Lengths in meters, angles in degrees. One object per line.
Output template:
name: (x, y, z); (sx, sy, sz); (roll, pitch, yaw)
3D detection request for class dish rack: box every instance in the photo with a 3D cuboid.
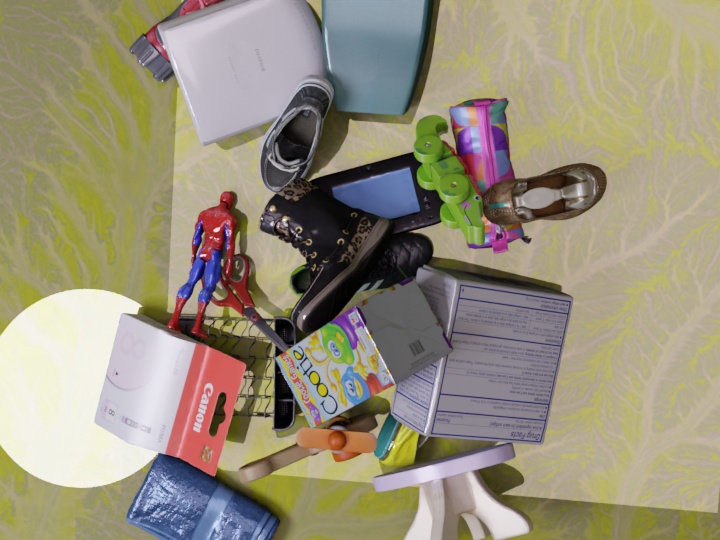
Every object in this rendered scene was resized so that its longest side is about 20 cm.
dish rack: (-0.181, 0.135, 1.491); (0.198, 0.055, 0.155); (2, 93, 6)

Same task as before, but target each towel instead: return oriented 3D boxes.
towel: (-0.219, 0.341, 1.513); (0.199, 0.049, 0.112); (29, 96, 3)

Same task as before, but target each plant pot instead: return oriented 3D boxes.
plant pot: (0.022, -0.305, 1.403); (0.140, 0.141, 0.202); (5, 103, 5)

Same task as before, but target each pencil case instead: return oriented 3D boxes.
pencil case: (0.166, -0.124, 1.424); (0.088, 0.088, 0.202); (-9, 92, 6)

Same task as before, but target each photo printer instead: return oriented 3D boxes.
photo printer: (-0.143, -0.272, 1.425); (0.198, 0.069, 0.168); (-20, 108, -7)

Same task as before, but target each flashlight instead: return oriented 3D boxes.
flashlight: (-0.218, -0.342, 1.454); (0.200, 0.068, 0.068); (-43, 86, 8)

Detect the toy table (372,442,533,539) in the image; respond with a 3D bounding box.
toy table: (0.121, 0.303, 1.422); (0.199, 0.183, 0.118); (-22, 79, 37)

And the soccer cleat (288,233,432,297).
soccer cleat: (0.000, 0.000, 1.450); (0.198, 0.081, 0.068); (-15, 92, 7)

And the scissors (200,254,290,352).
scissors: (-0.152, 0.060, 1.458); (0.073, 0.014, 0.201); (-31, 61, 0)

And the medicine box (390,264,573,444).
medicine box: (0.153, 0.110, 1.394); (0.181, 0.103, 0.202); (9, 96, -27)

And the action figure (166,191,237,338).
action figure: (-0.205, -0.012, 1.470); (0.065, 0.052, 0.202); (10, 79, 22)

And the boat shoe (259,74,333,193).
boat shoe: (-0.093, -0.162, 1.404); (0.072, 0.071, 0.201); (22, 137, -3)

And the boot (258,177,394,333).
boot: (-0.065, -0.025, 1.379); (0.150, 0.073, 0.200); (31, 59, 14)

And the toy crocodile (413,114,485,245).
toy crocodile: (0.114, -0.115, 1.371); (0.061, 0.068, 0.201); (-21, 51, -7)

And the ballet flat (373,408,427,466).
ballet flat: (0.081, 0.173, 1.470); (0.067, 0.067, 0.202); (18, 99, -17)

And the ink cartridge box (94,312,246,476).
ink cartridge box: (-0.260, 0.164, 1.462); (0.199, 0.057, 0.164); (21, 98, 36)

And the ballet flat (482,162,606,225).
ballet flat: (0.248, -0.094, 1.382); (0.199, 0.065, 0.071); (-17, 98, -26)

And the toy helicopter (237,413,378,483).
toy helicopter: (-0.064, 0.231, 1.417); (0.199, 0.132, 0.080); (-20, 92, -26)

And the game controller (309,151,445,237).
game controller: (0.021, -0.092, 1.452); (0.198, 0.042, 0.105); (-15, 66, 7)

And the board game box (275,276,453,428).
board game box: (0.000, 0.103, 1.336); (0.200, 0.104, 0.104); (-35, 81, 50)
